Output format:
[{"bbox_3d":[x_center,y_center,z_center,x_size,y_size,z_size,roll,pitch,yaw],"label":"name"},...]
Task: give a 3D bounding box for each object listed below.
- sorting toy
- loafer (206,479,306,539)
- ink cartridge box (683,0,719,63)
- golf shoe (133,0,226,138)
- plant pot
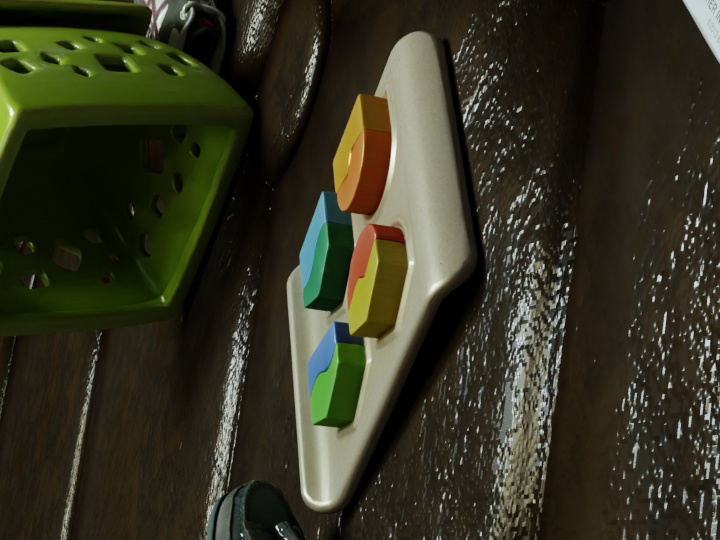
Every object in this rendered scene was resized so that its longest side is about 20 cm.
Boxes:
[{"bbox_3d":[0.000,0.000,1.086,0.186,0.036,0.200,-96,25,-43],"label":"sorting toy"},{"bbox_3d":[-0.028,0.185,1.037,0.063,0.072,0.201,-42,43,30],"label":"loafer"},{"bbox_3d":[0.166,-0.154,0.602,0.137,0.076,0.201,-105,30,-53],"label":"ink cartridge box"},{"bbox_3d":[-0.131,-0.197,1.584,0.088,0.077,0.201,-21,65,52],"label":"golf shoe"},{"bbox_3d":[-0.222,-0.088,1.478,0.182,0.198,0.201,53,131,36],"label":"plant pot"}]
